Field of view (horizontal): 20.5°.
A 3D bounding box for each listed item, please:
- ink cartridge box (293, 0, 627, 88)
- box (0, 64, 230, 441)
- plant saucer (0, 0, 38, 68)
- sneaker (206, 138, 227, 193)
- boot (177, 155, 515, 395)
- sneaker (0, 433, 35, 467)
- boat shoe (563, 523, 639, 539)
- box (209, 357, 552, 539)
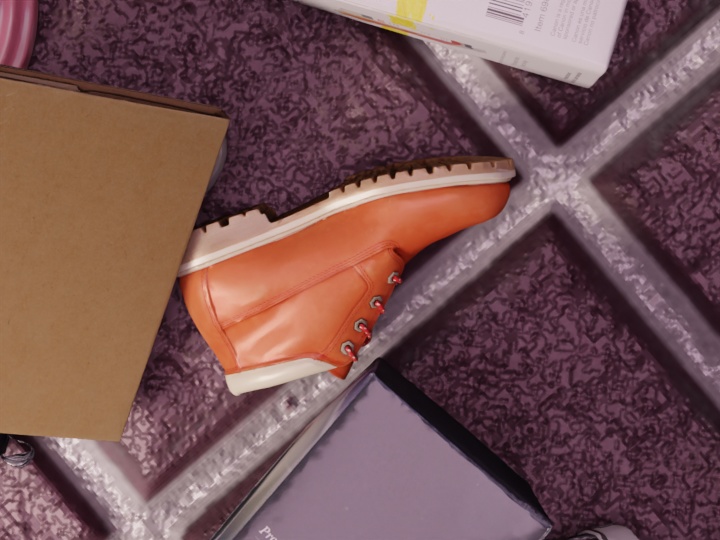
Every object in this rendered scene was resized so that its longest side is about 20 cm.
[{"bbox_3d":[0.054,-0.198,1.082,0.199,0.083,0.146,17,90,1],"label":"ink cartridge box"},{"bbox_3d":[-0.170,-0.005,1.034,0.163,0.021,0.201,8,113,-33],"label":"box"},{"bbox_3d":[-0.282,-0.150,1.107,0.199,0.051,0.202,0,91,2],"label":"plant saucer"},{"bbox_3d":[-0.171,-0.046,1.074,0.199,0.116,0.074,-17,88,0],"label":"sneaker"},{"bbox_3d":[0.000,0.000,1.096,0.199,0.075,0.108,-19,93,10],"label":"boot"},{"bbox_3d":[-0.279,0.087,1.095,0.199,0.075,0.114,-14,88,-1],"label":"sneaker"},{"bbox_3d":[0.153,0.226,1.052,0.063,0.071,0.200,-13,51,-27],"label":"boat shoe"},{"bbox_3d":[-0.013,0.157,1.030,0.123,0.200,0.199,42,90,1],"label":"box"}]
